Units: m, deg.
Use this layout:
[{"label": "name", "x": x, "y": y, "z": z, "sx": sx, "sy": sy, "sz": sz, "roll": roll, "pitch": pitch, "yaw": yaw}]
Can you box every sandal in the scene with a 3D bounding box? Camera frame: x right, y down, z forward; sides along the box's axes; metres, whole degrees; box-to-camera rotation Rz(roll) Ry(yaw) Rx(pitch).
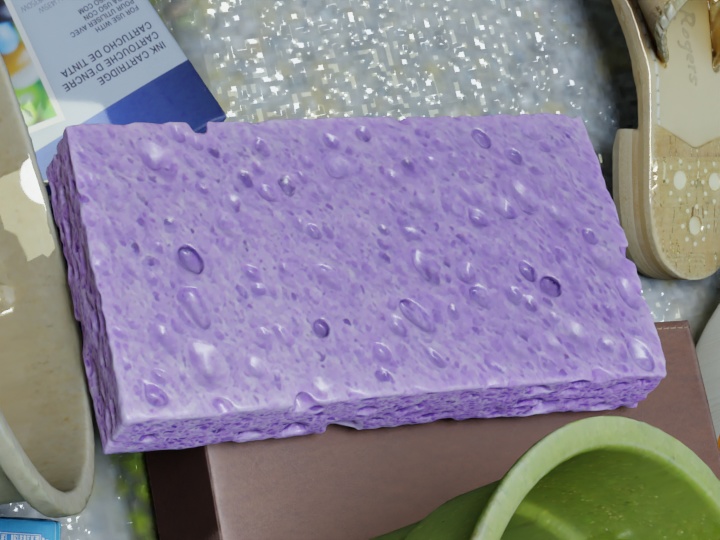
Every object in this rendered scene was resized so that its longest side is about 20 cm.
[{"label": "sandal", "x": 0.135, "y": -0.102, "z": 0.860, "sx": 0.077, "sy": 0.069, "sz": 0.214, "roll": -9, "pitch": 97, "yaw": -40}]

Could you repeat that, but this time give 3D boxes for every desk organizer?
[{"label": "desk organizer", "x": 0.028, "y": 0.071, "z": 0.804, "sx": 0.198, "sy": 0.072, "sz": 0.078, "roll": -3, "pitch": 71, "yaw": -23}]

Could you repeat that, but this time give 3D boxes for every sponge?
[{"label": "sponge", "x": 0.000, "y": 0.000, "z": 0.772, "sx": 0.198, "sy": 0.030, "sz": 0.112, "roll": -3, "pitch": 59, "yaw": -24}]

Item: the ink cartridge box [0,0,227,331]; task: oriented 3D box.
[{"label": "ink cartridge box", "x": -0.133, "y": -0.076, "z": 0.804, "sx": 0.119, "sy": 0.042, "sz": 0.201, "roll": -34, "pitch": 90, "yaw": -25}]

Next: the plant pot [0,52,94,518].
[{"label": "plant pot", "x": -0.195, "y": 0.001, "z": 0.671, "sx": 0.182, "sy": 0.200, "sz": 0.202, "roll": -17, "pitch": 80, "yaw": 2}]

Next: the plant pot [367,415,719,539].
[{"label": "plant pot", "x": 0.010, "y": 0.158, "z": 0.678, "sx": 0.199, "sy": 0.189, "sz": 0.202, "roll": 20, "pitch": 63, "yaw": -47}]

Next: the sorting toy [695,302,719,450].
[{"label": "sorting toy", "x": 0.227, "y": -0.001, "z": 0.878, "sx": 0.198, "sy": 0.107, "sz": 0.182, "roll": 1, "pitch": 76, "yaw": -21}]

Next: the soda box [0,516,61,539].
[{"label": "soda box", "x": -0.135, "y": 0.180, "z": 0.712, "sx": 0.064, "sy": 0.068, "sz": 0.202, "roll": 7, "pitch": 73, "yaw": -20}]
